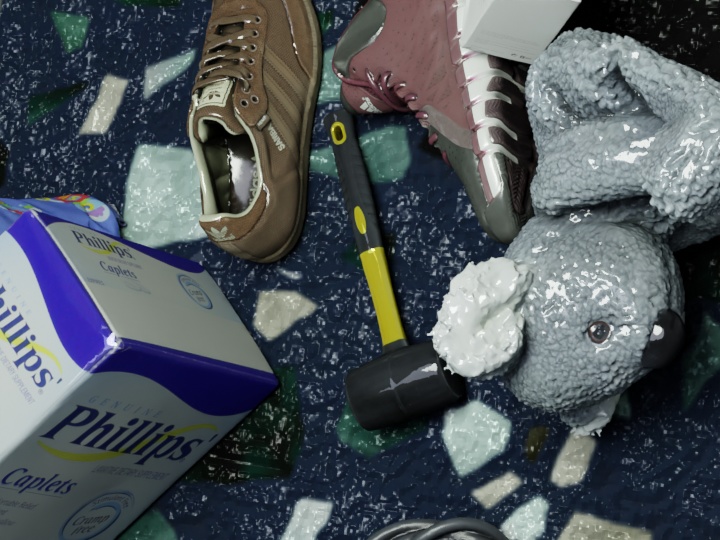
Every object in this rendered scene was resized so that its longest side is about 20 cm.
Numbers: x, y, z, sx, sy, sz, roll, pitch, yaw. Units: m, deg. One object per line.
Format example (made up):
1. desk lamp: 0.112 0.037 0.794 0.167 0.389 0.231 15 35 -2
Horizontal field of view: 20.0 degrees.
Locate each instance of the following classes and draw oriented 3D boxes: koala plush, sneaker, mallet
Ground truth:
1. koala plush: 0.133 -0.010 1.085 0.184 0.177 0.201 34 98 39
2. sneaker: -0.068 -0.108 1.247 0.070 0.075 0.201 -9 77 25
3. mallet: 0.000 0.000 1.218 0.066 0.041 0.201 -28 66 16
4. sneaker: 0.043 -0.092 1.197 0.115 0.076 0.201 -22 62 27

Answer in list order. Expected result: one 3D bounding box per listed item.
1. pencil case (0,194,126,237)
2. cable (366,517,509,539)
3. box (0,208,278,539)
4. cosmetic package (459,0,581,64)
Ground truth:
1. pencil case: -0.222 -0.010 1.243 0.086 0.200 0.079 20 99 26
2. cable: 0.031 0.229 1.152 0.199 0.051 0.164 -23 71 21
3. box: -0.183 0.081 1.211 0.200 0.184 0.105 -44 64 14
4. cosmetic package: 0.102 -0.225 1.146 0.050 0.083 0.201 12 69 -8
